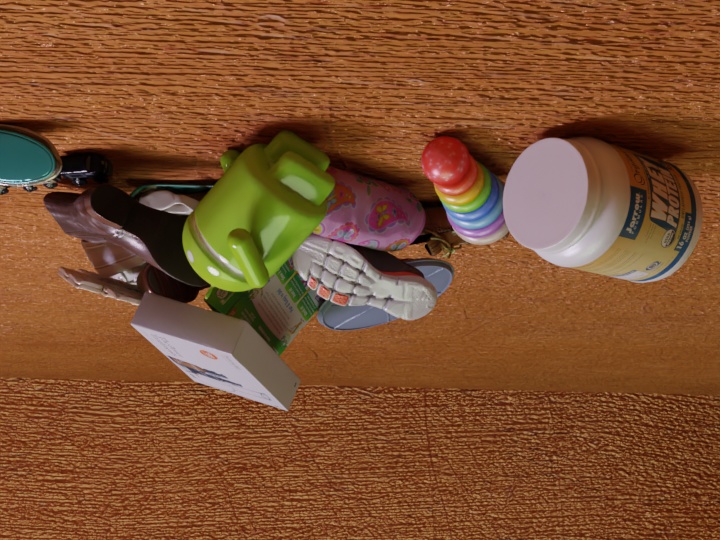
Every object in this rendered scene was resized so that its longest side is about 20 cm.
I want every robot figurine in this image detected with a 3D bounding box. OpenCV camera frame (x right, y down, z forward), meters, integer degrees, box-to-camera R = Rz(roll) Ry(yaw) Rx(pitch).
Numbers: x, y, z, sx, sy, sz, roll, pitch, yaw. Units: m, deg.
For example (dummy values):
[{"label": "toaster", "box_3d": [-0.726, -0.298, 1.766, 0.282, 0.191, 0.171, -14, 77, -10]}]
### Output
[{"label": "robot figurine", "box_3d": [-0.117, -0.058, 1.378, 0.115, 0.176, 0.200, 29, 119, -32]}]

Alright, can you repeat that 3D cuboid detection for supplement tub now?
[{"label": "supplement tub", "box_3d": [0.271, -0.069, 1.392, 0.199, 0.145, 0.144, 10, 164, -40]}]

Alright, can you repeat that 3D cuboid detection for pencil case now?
[{"label": "pencil case", "box_3d": [-0.012, -0.078, 1.500, 0.087, 0.088, 0.199, -11, 165, 42]}]

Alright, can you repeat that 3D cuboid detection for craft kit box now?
[{"label": "craft kit box", "box_3d": [-0.096, 0.012, 1.606, 0.048, 0.198, 0.200, 33, 166, 23]}]

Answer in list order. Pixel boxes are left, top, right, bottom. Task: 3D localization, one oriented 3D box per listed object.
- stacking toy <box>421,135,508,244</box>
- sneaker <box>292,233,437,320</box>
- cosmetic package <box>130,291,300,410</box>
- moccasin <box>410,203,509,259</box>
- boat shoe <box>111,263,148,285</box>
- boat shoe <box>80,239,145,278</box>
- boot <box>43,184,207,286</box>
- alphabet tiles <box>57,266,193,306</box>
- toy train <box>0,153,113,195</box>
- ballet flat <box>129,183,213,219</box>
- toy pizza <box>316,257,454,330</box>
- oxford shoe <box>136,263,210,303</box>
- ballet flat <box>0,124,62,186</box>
[{"label": "stacking toy", "box_3d": [0.120, -0.097, 1.430, 0.085, 0.086, 0.200, -4, 163, 19]}, {"label": "sneaker", "box_3d": [0.000, 0.000, 1.568, 0.199, 0.082, 0.077, 25, 114, -22]}, {"label": "cosmetic package", "box_3d": [-0.179, 0.104, 1.571, 0.150, 0.052, 0.200, 12, 159, 24]}, {"label": "moccasin", "box_3d": [0.096, -0.048, 1.642, 0.200, 0.078, 0.074, 1, 168, -4]}, {"label": "boat shoe", "box_3d": [-0.328, -0.003, 1.795, 0.071, 0.070, 0.200, 19, 172, -19]}, {"label": "boat shoe", "box_3d": [-0.292, -0.054, 1.641, 0.199, 0.072, 0.069, -19, 117, 40]}, {"label": "boot", "box_3d": [-0.284, -0.042, 1.508, 0.186, 0.064, 0.200, 40, 159, -23]}, {"label": "alphabet tiles", "box_3d": [-0.302, 0.034, 1.664, 0.199, 0.015, 0.195, 19, 180, -30]}, {"label": "toy train", "box_3d": [-0.384, -0.113, 1.450, 0.199, 0.034, 0.046, -5, 164, 17]}, {"label": "ballet flat", "box_3d": [-0.197, -0.076, 1.534, 0.199, 0.068, 0.070, 0, 175, 6]}, {"label": "toy pizza", "box_3d": [0.032, 0.027, 1.709, 0.199, 0.032, 0.200, -18, 159, -7]}, {"label": "oxford shoe", "box_3d": [-0.259, 0.017, 1.678, 0.074, 0.071, 0.200, -19, 178, 17]}, {"label": "ballet flat", "box_3d": [-0.416, -0.130, 1.352, 0.199, 0.068, 0.062, 3, -164, 3]}]
